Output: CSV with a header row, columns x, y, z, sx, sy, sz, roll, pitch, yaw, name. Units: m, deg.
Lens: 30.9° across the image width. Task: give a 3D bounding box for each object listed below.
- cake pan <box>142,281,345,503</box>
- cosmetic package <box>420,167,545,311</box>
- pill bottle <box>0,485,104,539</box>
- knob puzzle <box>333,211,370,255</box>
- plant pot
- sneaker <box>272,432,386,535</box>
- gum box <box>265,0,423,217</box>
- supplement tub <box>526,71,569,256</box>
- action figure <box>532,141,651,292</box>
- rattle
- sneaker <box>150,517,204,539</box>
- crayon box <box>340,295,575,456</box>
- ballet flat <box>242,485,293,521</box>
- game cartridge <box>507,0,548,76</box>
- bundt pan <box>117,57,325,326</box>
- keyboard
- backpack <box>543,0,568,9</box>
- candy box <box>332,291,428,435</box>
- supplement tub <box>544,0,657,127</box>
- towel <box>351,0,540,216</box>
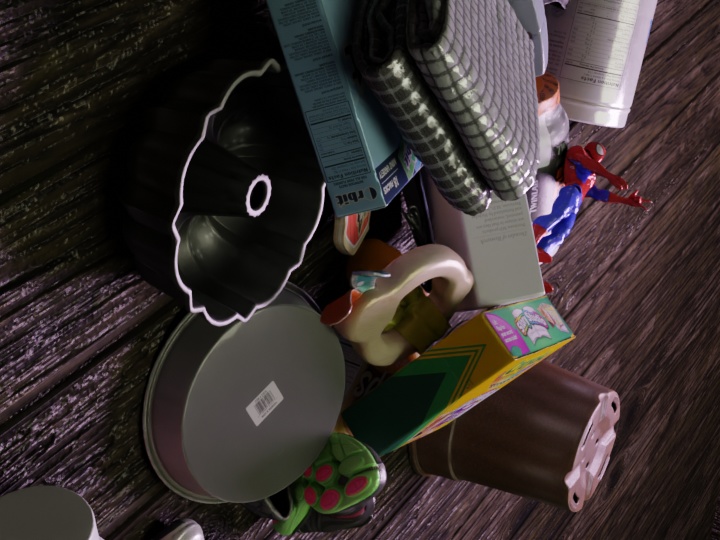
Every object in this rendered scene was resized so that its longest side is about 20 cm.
x,y,z,sx,sy,sz,roll,pitch,yaw,name
-0.089,0.106,1.085,0.200,0.037,0.201,-17,116,-39,cake pan
0.110,-0.065,1.236,0.102,0.074,0.201,170,-92,-77,cosmetic package
-0.216,0.253,0.913,0.112,0.112,0.201,-42,141,-45,pill bottle
0.010,-0.100,1.147,0.220,0.030,0.221,8,90,-83,knob puzzle
0.190,0.185,1.555,0.200,0.198,0.201,-40,140,-45,plant pot
-0.019,0.196,1.198,0.200,0.083,0.077,141,-50,-61,sneaker
-0.004,-0.162,0.990,0.170,0.044,0.201,-50,125,-63,gum box
0.159,-0.110,1.394,0.123,0.122,0.201,-44,143,-43,supplement tub
0.234,-0.060,1.315,0.065,0.099,0.200,83,26,-45,action figure
0.000,0.000,1.138,0.130,0.143,0.200,-42,153,29,rattle
-0.136,0.319,1.087,0.079,0.129,0.200,23,86,-64,sneaker
0.098,0.099,1.244,0.172,0.058,0.200,-36,169,22,crayon box
-0.078,0.132,1.161,0.066,0.057,0.201,-31,132,-48,ballet flat
0.076,-0.237,1.082,0.200,0.133,0.041,59,35,-33,game cartridge
-0.105,-0.065,0.965,0.202,0.076,0.202,-41,140,-45,bundt pan
0.055,-0.056,1.265,0.127,0.021,0.200,-89,164,-52,keyboard
0.112,-0.299,1.178,0.200,0.126,0.167,-42,128,-47,backpack
0.006,0.093,1.300,0.200,0.055,0.116,-63,153,-20,candy box
0.262,-0.274,1.480,0.132,0.132,0.201,-13,118,-60,supplement tub
0.063,-0.162,0.986,0.166,0.085,0.200,51,29,-37,towel
